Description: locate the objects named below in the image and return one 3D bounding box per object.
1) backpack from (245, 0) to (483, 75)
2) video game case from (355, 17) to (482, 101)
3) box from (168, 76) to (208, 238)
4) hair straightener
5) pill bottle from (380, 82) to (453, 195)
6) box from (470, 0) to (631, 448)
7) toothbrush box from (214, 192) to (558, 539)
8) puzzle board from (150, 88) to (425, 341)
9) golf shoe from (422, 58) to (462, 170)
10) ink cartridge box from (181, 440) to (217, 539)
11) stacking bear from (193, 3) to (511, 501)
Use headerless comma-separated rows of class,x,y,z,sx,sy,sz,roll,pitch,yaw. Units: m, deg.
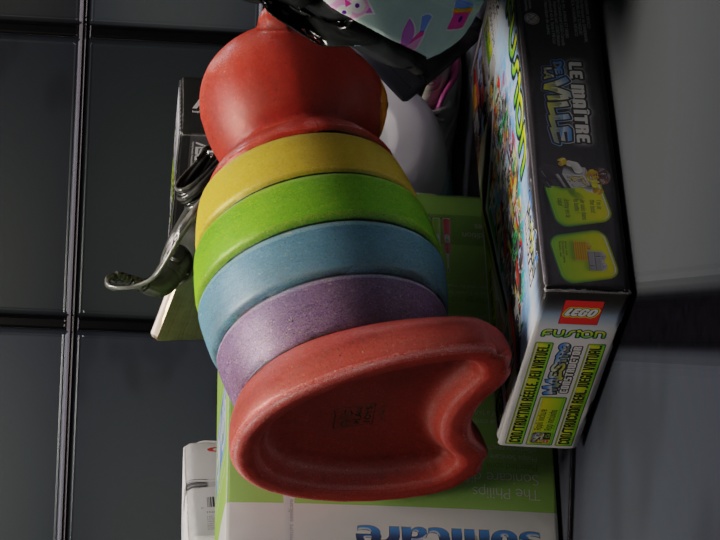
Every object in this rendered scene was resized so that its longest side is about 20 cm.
backpack,-0.007,-0.160,0.935,0.127,0.166,0.200,-64,16,13
video game case,-0.004,-0.154,1.139,0.019,0.143,0.200,-43,2,16
box,-0.047,-0.057,1.538,0.200,0.159,0.045,103,166,-63
hair straightener,-0.058,-0.066,1.086,0.200,0.041,0.077,-52,-12,-29
pill bottle,0.000,0.000,1.205,0.201,0.110,0.111,78,-173,-49
box,0.076,-0.040,0.961,0.110,0.034,0.201,101,170,-53
toothbrush box,0.008,0.070,1.039,0.086,0.144,0.201,104,167,-59
puzzle board,-0.032,-0.056,1.233,0.150,0.017,0.201,0,-64,-54
golf shoe,0.022,-0.078,1.320,0.092,0.075,0.202,124,147,-72
ink cartridge box,-0.036,0.169,1.406,0.200,0.145,0.087,-119,30,-79
stacking bear,-0.018,-0.017,0.973,0.122,0.113,0.201,100,160,-56
